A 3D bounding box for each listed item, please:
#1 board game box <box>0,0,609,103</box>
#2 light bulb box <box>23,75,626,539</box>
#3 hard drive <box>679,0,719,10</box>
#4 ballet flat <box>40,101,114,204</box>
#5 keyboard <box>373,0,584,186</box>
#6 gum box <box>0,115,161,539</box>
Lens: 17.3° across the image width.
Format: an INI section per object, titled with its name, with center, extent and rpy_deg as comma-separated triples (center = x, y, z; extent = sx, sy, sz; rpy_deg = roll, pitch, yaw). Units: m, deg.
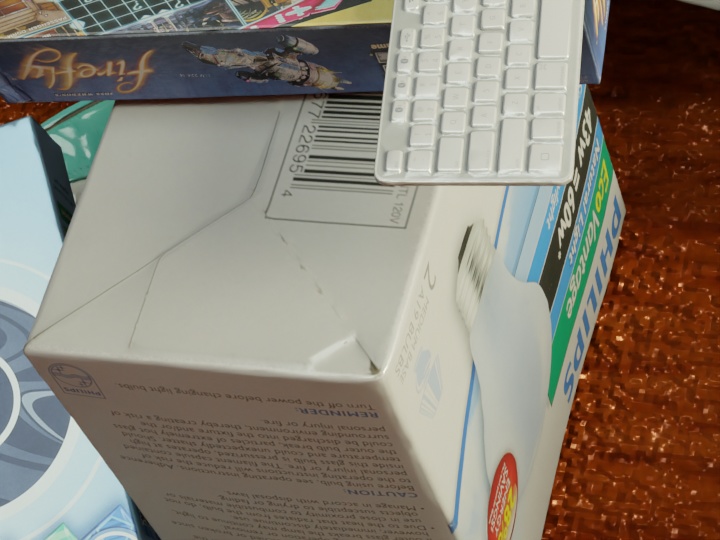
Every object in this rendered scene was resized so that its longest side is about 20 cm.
[board game box]
center = -0.017, -0.120, 0.760
extent = 0.199, 0.035, 0.136
rpy_deg = 0, 58, 17
[light bulb box]
center = 0.000, 0.000, 0.822
extent = 0.124, 0.200, 0.199
rpy_deg = 5, 60, 21
[hard drive]
center = 0.079, -0.169, 0.936
extent = 0.199, 0.027, 0.132
rpy_deg = 14, 49, 1
[ballet flat]
center = -0.142, -0.004, 0.955
extent = 0.199, 0.068, 0.071
rpy_deg = -30, 55, -10
[keyboard]
center = 0.041, -0.109, 0.707
extent = 0.056, 0.011, 0.201
rpy_deg = -3, 58, 15
[gum box]
center = -0.171, 0.064, 0.874
extent = 0.169, 0.045, 0.201
rpy_deg = -18, 74, 5
